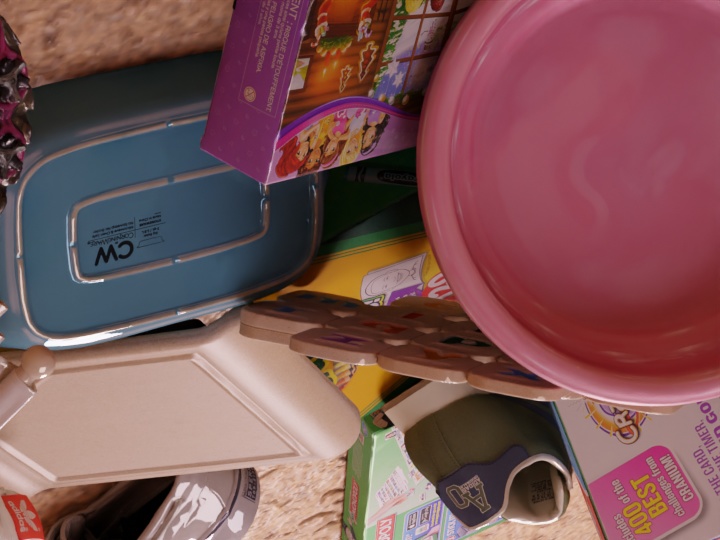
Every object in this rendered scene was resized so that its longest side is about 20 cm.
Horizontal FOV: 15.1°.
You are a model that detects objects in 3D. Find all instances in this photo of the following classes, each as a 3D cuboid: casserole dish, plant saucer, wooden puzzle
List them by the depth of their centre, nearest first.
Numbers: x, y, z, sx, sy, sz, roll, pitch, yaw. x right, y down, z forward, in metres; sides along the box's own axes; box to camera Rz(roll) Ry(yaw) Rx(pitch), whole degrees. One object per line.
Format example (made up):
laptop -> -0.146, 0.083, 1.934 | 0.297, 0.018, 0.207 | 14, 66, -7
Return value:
plant saucer -> 0.118, -0.045, 1.130 | 0.200, 0.201, 0.051 | -26, -172, -8
casserole dish -> -0.091, -0.027, 1.190 | 0.200, 0.039, 0.121 | -14, 116, -28
wooden puzzle -> -0.119, 0.064, 1.332 | 0.200, 0.037, 0.185 | -12, 157, 15

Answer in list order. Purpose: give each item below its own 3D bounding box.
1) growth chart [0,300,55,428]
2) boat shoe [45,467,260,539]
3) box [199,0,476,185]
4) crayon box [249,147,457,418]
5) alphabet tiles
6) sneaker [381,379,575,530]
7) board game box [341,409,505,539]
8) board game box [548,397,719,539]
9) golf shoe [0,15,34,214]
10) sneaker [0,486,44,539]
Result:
growth chart -> -0.219, 0.010, 1.065 | 0.145, 0.200, 0.018 | -34, -167, 18
boat shoe -> -0.142, 0.161, 1.487 | 0.066, 0.072, 0.200 | 27, 128, -38
box -> 0.026, -0.119, 1.111 | 0.200, 0.039, 0.137 | -18, 130, -50
crayon box -> 0.000, 0.000, 1.363 | 0.119, 0.058, 0.200 | -28, 153, -4
alphabet tiles -> 0.051, 0.037, 1.221 | 0.196, 0.200, 0.015 | -18, 117, -73
sneaker -> 0.084, 0.099, 1.482 | 0.067, 0.090, 0.200 | -35, 165, 23
board game box -> 0.056, 0.111, 1.639 | 0.134, 0.029, 0.200 | -21, 152, -16
board game box -> 0.199, 0.054, 1.427 | 0.200, 0.153, 0.040 | -20, -177, 1
golf shoe -> -0.198, -0.024, 1.114 | 0.073, 0.092, 0.200 | 1, 117, -46
sneaker -> -0.198, 0.118, 1.329 | 0.093, 0.070, 0.200 | -11, 161, -23
